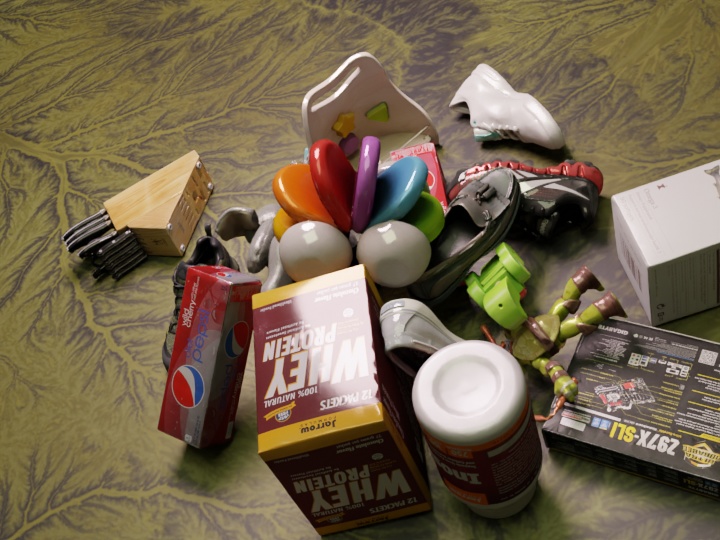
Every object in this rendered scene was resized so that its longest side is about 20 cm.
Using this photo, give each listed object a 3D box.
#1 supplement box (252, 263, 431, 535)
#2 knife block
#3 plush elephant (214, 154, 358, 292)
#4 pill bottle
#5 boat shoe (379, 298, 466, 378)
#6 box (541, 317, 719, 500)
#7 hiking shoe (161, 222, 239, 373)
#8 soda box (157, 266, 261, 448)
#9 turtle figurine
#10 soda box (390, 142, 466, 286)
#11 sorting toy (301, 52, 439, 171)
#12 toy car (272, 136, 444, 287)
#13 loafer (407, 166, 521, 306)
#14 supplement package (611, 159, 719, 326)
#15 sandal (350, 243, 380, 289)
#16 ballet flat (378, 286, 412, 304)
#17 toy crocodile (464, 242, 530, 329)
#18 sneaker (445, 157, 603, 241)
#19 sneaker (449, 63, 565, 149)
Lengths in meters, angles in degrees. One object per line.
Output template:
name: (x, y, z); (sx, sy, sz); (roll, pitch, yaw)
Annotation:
supplement box: (-0.020, 0.143, 1.170); (0.132, 0.198, 0.201); (-15, 49, 9)
knife block: (-0.323, -0.080, 1.546); (0.174, 0.064, 0.201); (4, 54, 21)
plush elephant: (-0.093, -0.032, 1.381); (0.163, 0.154, 0.202); (-5, 84, -32)
pill bottle: (0.125, 0.170, 1.098); (0.112, 0.201, 0.114); (-9, 50, 11)
boat shoe: (0.086, 0.108, 1.172); (0.070, 0.201, 0.072); (-22, 46, 31)
box: (0.315, 0.141, 1.158); (0.198, 0.049, 0.161); (13, 60, 27)
hiking shoe: (-0.220, 0.038, 1.390); (0.075, 0.101, 0.201); (-1, 52, 18)
soda box: (-0.177, 0.100, 1.270); (0.070, 0.063, 0.202); (18, 100, 30)
turtle figurine: (0.206, 0.066, 1.201); (0.161, 0.064, 0.200); (-42, 27, 6)
soda box: (0.086, -0.069, 1.392); (0.063, 0.070, 0.201); (-14, 50, 9)
sorting toy: (-0.012, -0.193, 1.454); (0.200, 0.181, 0.107); (-41, 51, -16)
toy car: (-0.004, -0.081, 1.218); (0.198, 0.151, 0.176); (1, 39, 5)
loafer: (0.123, -0.048, 1.274); (0.072, 0.063, 0.201); (29, 74, 28)
supplement package: (0.403, -0.041, 1.230); (0.198, 0.118, 0.118); (-19, 48, 3)
sandal: (0.000, -0.001, 1.286); (0.075, 0.048, 0.201); (35, 73, 16)
ballet flat: (-0.008, 0.076, 1.309); (0.199, 0.071, 0.071); (-31, 49, -11)
toy crocodile: (0.165, 0.016, 1.251); (0.067, 0.062, 0.200); (-43, 5, 9)
sneaker: (0.206, -0.086, 1.352); (0.198, 0.071, 0.099); (1, 55, 4)
sneaker: (0.197, -0.202, 1.474); (0.088, 0.075, 0.200); (-43, 44, -1)
